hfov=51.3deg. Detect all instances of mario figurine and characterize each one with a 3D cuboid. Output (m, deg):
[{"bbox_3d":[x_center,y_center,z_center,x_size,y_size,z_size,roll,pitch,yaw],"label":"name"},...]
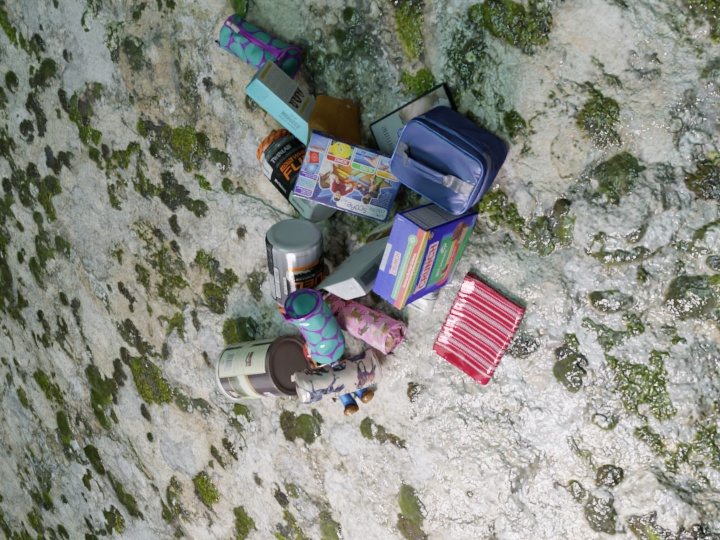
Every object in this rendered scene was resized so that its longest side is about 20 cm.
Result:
[{"bbox_3d":[-0.062,0.236,1.722,0.200,0.123,0.106,49,140,11],"label":"mario figurine"}]

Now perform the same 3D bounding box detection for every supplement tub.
[{"bbox_3d":[-0.138,-0.001,1.615,0.122,0.122,0.200,27,136,30],"label":"supplement tub"},{"bbox_3d":[-0.131,-0.210,1.640,0.200,0.122,0.123,47,126,18],"label":"supplement tub"}]

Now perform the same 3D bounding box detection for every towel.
[{"bbox_3d":[0.234,0.120,1.515,0.145,0.022,0.200,35,122,25],"label":"towel"}]

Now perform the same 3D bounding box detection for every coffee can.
[{"bbox_3d":[-0.238,0.240,1.842,0.200,0.146,0.147,-12,95,40],"label":"coffee can"}]

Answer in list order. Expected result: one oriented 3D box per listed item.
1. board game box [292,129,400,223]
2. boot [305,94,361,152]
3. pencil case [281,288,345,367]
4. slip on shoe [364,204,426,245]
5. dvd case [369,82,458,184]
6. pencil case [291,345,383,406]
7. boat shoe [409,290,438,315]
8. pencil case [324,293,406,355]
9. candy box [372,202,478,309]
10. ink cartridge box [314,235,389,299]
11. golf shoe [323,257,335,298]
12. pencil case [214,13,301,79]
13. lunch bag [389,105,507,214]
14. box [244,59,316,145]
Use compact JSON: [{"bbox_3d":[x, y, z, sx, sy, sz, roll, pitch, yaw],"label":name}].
[{"bbox_3d":[-0.022,-0.186,1.498,0.200,0.034,0.136,17,112,-10],"label":"board game box"},{"bbox_3d":[-0.015,-0.275,1.556,0.071,0.201,0.144,-24,47,59],"label":"boot"},{"bbox_3d":[-0.095,0.121,1.579,0.085,0.092,0.200,48,168,38],"label":"pencil case"},{"bbox_3d":[0.080,-0.083,1.556,0.076,0.061,0.200,47,147,-2],"label":"slip on shoe"},{"bbox_3d":[0.116,-0.266,1.497,0.200,0.018,0.143,-22,90,40],"label":"dvd case"},{"bbox_3d":[-0.053,0.235,1.660,0.089,0.200,0.078,-113,8,-58],"label":"pencil case"},{"bbox_3d":[0.073,0.033,1.589,0.200,0.072,0.066,23,114,23],"label":"boat shoe"},{"bbox_3d":[0.002,0.115,1.656,0.200,0.083,0.087,23,126,31],"label":"pencil case"},{"bbox_3d":[0.125,-0.038,1.437,0.077,0.200,0.169,33,121,27],"label":"candy box"},{"bbox_3d":[0.000,0.000,1.530,0.047,0.160,0.200,52,151,-10],"label":"ink cartridge box"},{"bbox_3d":[-0.121,0.053,1.743,0.088,0.077,0.200,35,123,17],"label":"golf shoe"},{"bbox_3d":[-0.222,-0.487,1.643,0.200,0.092,0.085,34,85,24],"label":"pencil case"},{"bbox_3d":[0.152,-0.209,1.387,0.200,0.132,0.136,33,128,15],"label":"lunch bag"},{"bbox_3d":[-0.142,-0.344,1.575,0.200,0.082,0.049,40,133,-20],"label":"box"}]
